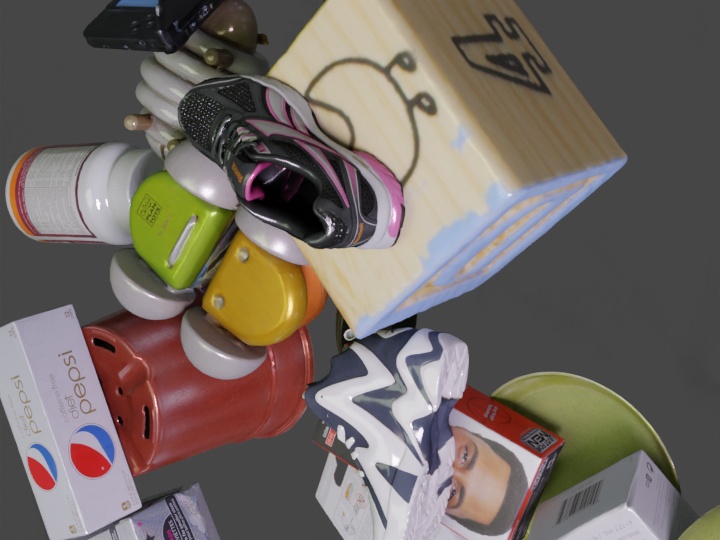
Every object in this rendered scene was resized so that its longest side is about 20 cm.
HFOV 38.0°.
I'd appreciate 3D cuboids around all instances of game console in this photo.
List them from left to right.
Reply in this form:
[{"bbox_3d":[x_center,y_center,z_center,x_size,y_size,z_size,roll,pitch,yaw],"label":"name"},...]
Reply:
[{"bbox_3d":[-0.149,-0.293,0.899,0.175,0.201,0.117,12,143,36],"label":"game console"}]

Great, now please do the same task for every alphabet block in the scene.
[{"bbox_3d":[0.051,-0.098,0.816,0.195,0.196,0.201,-43,75,35],"label":"alphabet block"}]

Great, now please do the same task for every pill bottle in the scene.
[{"bbox_3d":[-0.283,-0.083,1.130,0.198,0.109,0.111,2,103,36],"label":"pill bottle"}]

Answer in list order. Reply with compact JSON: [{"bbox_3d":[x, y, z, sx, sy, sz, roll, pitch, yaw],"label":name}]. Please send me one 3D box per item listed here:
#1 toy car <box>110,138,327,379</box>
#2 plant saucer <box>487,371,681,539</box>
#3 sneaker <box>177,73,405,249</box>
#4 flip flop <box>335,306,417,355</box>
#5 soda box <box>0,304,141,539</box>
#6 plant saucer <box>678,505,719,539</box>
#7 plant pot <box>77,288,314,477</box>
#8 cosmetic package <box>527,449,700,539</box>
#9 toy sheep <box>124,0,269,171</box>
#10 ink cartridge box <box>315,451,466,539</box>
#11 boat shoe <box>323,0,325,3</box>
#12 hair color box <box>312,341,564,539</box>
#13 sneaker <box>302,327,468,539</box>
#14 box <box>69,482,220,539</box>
[{"bbox_3d":[-0.116,-0.017,0.957,0.199,0.150,0.176,37,111,14],"label":"toy car"},{"bbox_3d":[0.183,0.180,0.893,0.198,0.031,0.202,10,107,35],"label":"plant saucer"},{"bbox_3d":[-0.064,-0.079,0.730,0.199,0.086,0.081,30,117,29],"label":"sneaker"},{"bbox_3d":[0.000,0.000,0.965,0.058,0.080,0.202,-148,44,-67],"label":"flip flop"},{"bbox_3d":[-0.275,0.140,0.959,0.063,0.068,0.202,-20,89,39],"label":"soda box"},{"bbox_3d":[0.298,0.260,0.736,0.031,0.198,0.202,170,82,-79],"label":"plant saucer"},{"bbox_3d":[-0.183,0.104,1.048,0.199,0.195,0.203,11,109,35],"label":"plant pot"},{"bbox_3d":[0.231,0.253,0.806,0.200,0.081,0.113,49,122,-3],"label":"cosmetic package"},{"bbox_3d":[-0.154,-0.164,0.993,0.138,0.137,0.201,37,107,24],"label":"toy sheep"},{"bbox_3d":[0.039,0.238,1.007,0.201,0.057,0.164,55,140,39],"label":"ink cartridge box"},{"bbox_3d":[0.005,-0.229,0.898,0.200,0.070,0.071,-38,85,29],"label":"boat shoe"},{"bbox_3d":[0.064,0.147,0.904,0.199,0.061,0.102,27,109,25],"label":"hair color box"},{"bbox_3d":[0.007,0.139,0.856,0.128,0.079,0.202,13,102,30],"label":"sneaker"},{"bbox_3d":[-0.226,0.368,1.202,0.131,0.114,0.202,-24,87,39],"label":"box"}]
